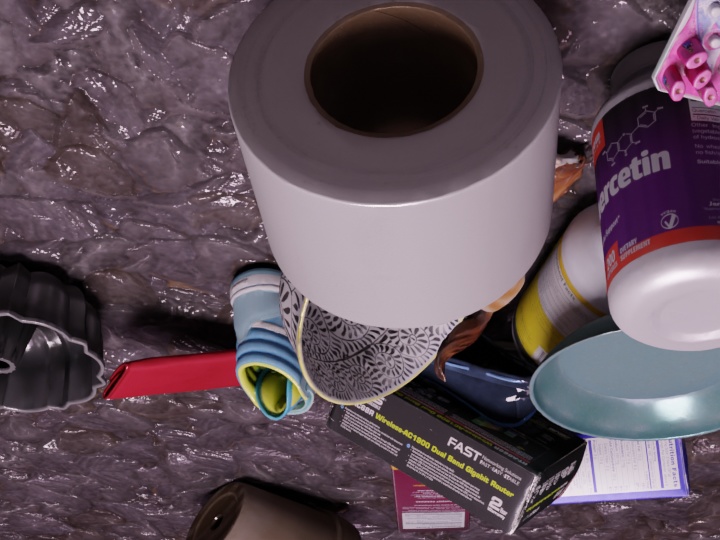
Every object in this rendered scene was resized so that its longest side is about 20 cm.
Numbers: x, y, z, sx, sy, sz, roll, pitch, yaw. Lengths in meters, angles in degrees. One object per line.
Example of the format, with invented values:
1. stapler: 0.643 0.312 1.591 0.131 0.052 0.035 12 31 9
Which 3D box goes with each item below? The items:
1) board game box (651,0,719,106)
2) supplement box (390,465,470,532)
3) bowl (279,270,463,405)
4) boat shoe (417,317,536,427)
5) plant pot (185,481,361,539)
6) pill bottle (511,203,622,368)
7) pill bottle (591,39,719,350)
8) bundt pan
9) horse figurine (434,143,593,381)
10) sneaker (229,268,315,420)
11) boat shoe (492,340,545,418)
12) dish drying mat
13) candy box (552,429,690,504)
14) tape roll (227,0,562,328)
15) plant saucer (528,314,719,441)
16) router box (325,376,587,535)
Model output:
1. board game box: 0.305 -0.170 0.672 0.199 0.026 0.200 11 125 -14
2. supplement box: 0.078 0.203 1.245 0.085 0.111 0.200 -2 147 4
3. bowl: 0.000 0.000 0.920 0.094 0.201 0.201 34 167 37
4. boat shoe: 0.079 0.059 1.018 0.200 0.084 0.069 26 135 17
5. plant pot: -0.127 0.370 1.468 0.173 0.200 0.200 40 133 -22
6. pill bottle: 0.208 0.012 0.943 0.112 0.112 0.200 8 147 -10
7. pill bottle: 0.215 -0.055 0.757 0.112 0.200 0.113 1 147 1
8. bundt pan: -0.336 0.057 1.070 0.201 0.076 0.202 1 148 1
9. horse figurine: 0.098 -0.011 0.896 0.132 0.050 0.200 -12 129 -37
10. sneaker: -0.041 0.091 1.060 0.200 0.131 0.079 24 141 -32
11. boat shoe: 0.166 0.117 1.133 0.199 0.065 0.072 2 118 -6
12. dish drying mat: -0.149 0.097 1.116 0.200 0.018 0.077 -3 153 -33
13. candy box: 0.234 0.185 1.170 0.199 0.077 0.169 -6 -177 15
14. tape roll: 0.026 -0.083 0.723 0.202 0.203 0.139 -2 148 5
15. plant saucer: 0.236 0.080 0.910 0.199 0.036 0.200 3 147 2
16. router box: 0.090 0.150 1.030 0.200 0.062 0.150 27 -166 24
